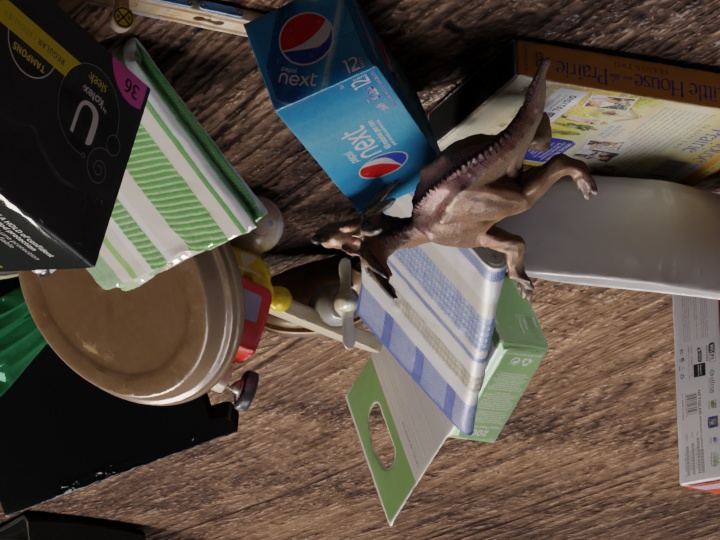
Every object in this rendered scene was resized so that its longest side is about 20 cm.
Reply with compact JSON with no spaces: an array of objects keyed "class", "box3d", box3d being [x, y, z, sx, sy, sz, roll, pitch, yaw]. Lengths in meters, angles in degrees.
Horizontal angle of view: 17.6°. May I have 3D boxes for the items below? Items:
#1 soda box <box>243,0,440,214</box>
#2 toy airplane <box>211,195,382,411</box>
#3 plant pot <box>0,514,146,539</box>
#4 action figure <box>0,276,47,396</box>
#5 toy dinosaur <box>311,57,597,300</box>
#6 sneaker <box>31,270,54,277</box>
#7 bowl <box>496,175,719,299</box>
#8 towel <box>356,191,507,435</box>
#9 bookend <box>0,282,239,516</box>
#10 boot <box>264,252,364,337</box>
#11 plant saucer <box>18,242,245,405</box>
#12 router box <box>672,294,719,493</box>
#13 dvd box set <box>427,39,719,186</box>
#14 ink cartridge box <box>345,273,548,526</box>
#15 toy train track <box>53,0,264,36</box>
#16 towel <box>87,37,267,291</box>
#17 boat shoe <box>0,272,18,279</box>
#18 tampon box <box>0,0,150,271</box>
[{"class":"soda box","box3d":[-0.005,-0.104,1.439,0.068,0.064,0.200,-24,158,7]},{"class":"toy airplane","box3d":[-0.098,0.006,1.761,0.199,0.142,0.200,32,-166,32]},{"class":"plant pot","box3d":[-0.378,0.427,3.072,0.177,0.200,0.200,-4,167,-26]},{"class":"action figure","box3d":[-0.263,0.034,1.781,0.055,0.200,0.118,37,161,33]},{"class":"toy dinosaur","box3d":[0.058,-0.046,1.446,0.135,0.086,0.200,-2,147,-26]},{"class":"sneaker","box3d":[-0.195,-0.084,1.476,0.116,0.200,0.076,-46,127,7]},{"class":"bowl","box3d":[0.184,-0.024,1.642,0.199,0.075,0.199,5,177,36]},{"class":"towel","box3d":[0.048,0.009,1.634,0.024,0.147,0.200,-26,147,-24]},{"class":"bookend","box3d":[-0.225,0.066,1.872,0.198,0.201,0.092,-21,-173,0]},{"class":"boot","box3d":[0.000,0.000,1.838,0.199,0.074,0.076,-12,146,15]},{"class":"plant saucer","box3d":[-0.171,0.008,1.649,0.200,0.201,0.029,-13,-167,38]},{"class":"router box","box3d":[0.325,0.082,1.849,0.179,0.201,0.049,13,159,-40]},{"class":"dvd box set","box3d":[0.162,-0.101,1.530,0.199,0.030,0.146,7,162,-19]},{"class":"ink cartridge box","box3d":[0.062,0.078,1.763,0.048,0.146,0.200,8,129,-25]},{"class":"toy train track","box3d":[-0.129,-0.148,1.378,0.199,0.033,0.115,8,162,-28]},{"class":"towel","box3d":[-0.158,-0.065,1.531,0.153,0.023,0.200,53,145,-12]},{"class":"boat shoe","box3d":[-0.298,-0.040,1.677,0.200,0.074,0.065,16,162,-42]},{"class":"tampon box","box3d":[-0.254,-0.085,1.352,0.199,0.127,0.150,-3,151,34]}]
